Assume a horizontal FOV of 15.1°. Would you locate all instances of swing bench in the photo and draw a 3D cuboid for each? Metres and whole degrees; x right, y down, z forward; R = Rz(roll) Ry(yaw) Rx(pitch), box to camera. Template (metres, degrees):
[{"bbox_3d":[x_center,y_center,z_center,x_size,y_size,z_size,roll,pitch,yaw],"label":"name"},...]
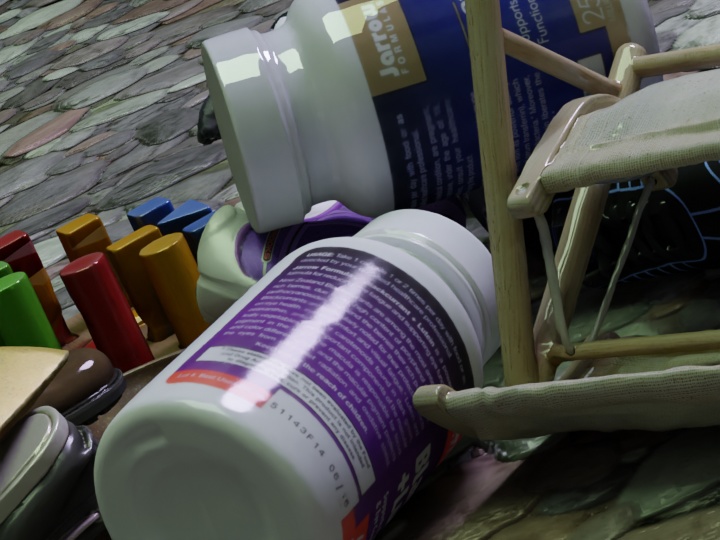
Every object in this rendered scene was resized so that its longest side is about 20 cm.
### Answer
[{"bbox_3d":[0.143,-0.026,1.106,0.199,0.201,0.130,-6,-18,43],"label":"swing bench"}]

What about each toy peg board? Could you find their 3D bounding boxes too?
[{"bbox_3d":[-0.139,0.011,1.481,0.199,0.098,0.200,-31,18,-19],"label":"toy peg board"}]

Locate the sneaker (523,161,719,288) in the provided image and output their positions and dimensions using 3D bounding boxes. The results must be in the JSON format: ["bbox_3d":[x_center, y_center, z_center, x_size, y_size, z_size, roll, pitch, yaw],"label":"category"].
[{"bbox_3d":[0.135,-0.022,1.267,0.078,0.070,0.200,-30,10,-14],"label":"sneaker"}]

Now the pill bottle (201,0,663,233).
[{"bbox_3d":[0.032,-0.091,1.279,0.200,0.116,0.116,-18,16,-7],"label":"pill bottle"}]

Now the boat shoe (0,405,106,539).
[{"bbox_3d":[-0.175,0.150,1.162,0.200,0.057,0.067,-50,23,-5],"label":"boat shoe"}]

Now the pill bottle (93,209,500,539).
[{"bbox_3d":[-0.016,0.054,1.155,0.111,0.112,0.200,-11,21,37],"label":"pill bottle"}]

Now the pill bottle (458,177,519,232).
[{"bbox_3d":[0.053,-0.121,1.418,0.106,0.200,0.106,-30,-25,-15],"label":"pill bottle"}]

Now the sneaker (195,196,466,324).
[{"bbox_3d":[0.000,0.000,1.356,0.083,0.081,0.200,17,21,29],"label":"sneaker"}]

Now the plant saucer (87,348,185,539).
[{"bbox_3d":[-0.099,0.091,1.289,0.200,0.037,0.200,-22,16,7],"label":"plant saucer"}]

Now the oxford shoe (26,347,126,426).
[{"bbox_3d":[-0.211,0.058,1.307,0.199,0.085,0.073,-11,12,-15],"label":"oxford shoe"}]

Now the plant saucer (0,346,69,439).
[{"bbox_3d":[-0.232,0.125,1.187,0.200,0.048,0.200,-48,2,37],"label":"plant saucer"}]

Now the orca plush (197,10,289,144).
[{"bbox_3d":[-0.036,-0.067,1.422,0.200,0.105,0.071,-65,2,-34],"label":"orca plush"}]
